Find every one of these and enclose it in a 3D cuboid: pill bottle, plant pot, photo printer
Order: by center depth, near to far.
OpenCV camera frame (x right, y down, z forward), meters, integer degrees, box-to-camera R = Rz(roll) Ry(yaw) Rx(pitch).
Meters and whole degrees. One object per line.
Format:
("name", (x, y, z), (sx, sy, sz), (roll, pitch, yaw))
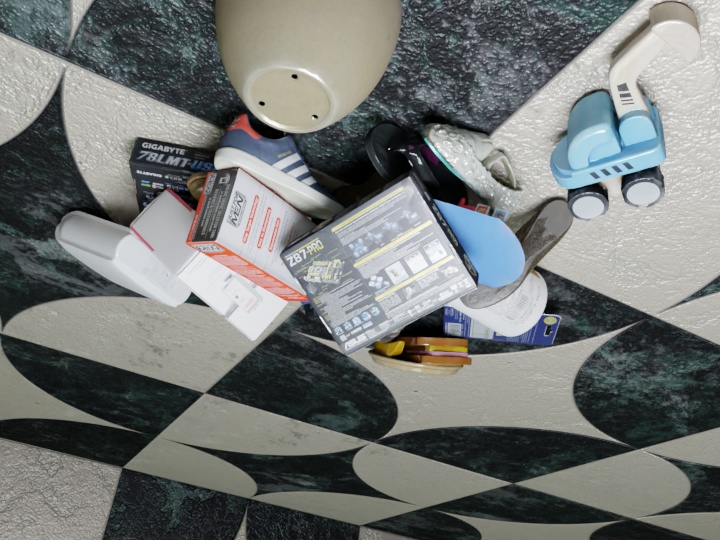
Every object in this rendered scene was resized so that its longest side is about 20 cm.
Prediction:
("plant pot", (-0.062, -0.222, 0.746), (0.198, 0.136, 0.201), (6, 150, 3))
("pill bottle", (0.180, 0.013, 1.100), (0.199, 0.115, 0.114), (29, 144, -31))
("photo printer", (-0.386, -0.021, 1.169), (0.199, 0.070, 0.166), (17, 160, 36))

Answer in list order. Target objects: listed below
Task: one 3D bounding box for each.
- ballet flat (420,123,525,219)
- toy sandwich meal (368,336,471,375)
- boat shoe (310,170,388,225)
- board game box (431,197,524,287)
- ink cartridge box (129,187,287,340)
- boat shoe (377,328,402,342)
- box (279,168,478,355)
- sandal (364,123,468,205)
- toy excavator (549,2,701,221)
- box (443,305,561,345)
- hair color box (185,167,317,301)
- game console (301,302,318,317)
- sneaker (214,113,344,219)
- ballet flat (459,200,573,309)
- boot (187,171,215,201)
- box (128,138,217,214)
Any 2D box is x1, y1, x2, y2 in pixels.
("ballet flat", (0.149, -0.137, 0.924), (0.071, 0.072, 0.200), (-14, 145, 33))
("toy sandwich meal", (0.110, 0.149, 1.378), (0.203, 0.071, 0.205), (8, 180, 0))
("boat shoe", (0.007, -0.083, 1.022), (0.199, 0.073, 0.067), (-21, 140, 41))
("board game box", (0.125, -0.052, 0.949), (0.198, 0.039, 0.158), (20, 153, 21))
("ink cartridge box", (-0.213, -0.005, 1.039), (0.146, 0.083, 0.200), (37, 171, 38))
("boat shoe", (-0.025, 0.051, 1.136), (0.199, 0.074, 0.074), (33, 131, 11))
("box", (0.022, -0.006, 0.903), (0.199, 0.049, 0.162), (-30, 104, 21))
("sandal", (0.083, -0.134, 0.925), (0.048, 0.076, 0.200), (-18, 150, 39))
("toy excavator", (0.288, -0.171, 0.801), (0.193, 0.101, 0.200), (-15, 134, 31))
("box", (0.247, 0.087, 1.288), (0.198, 0.033, 0.121), (6, 150, 9))
("hair color box", (-0.125, -0.040, 0.950), (0.061, 0.102, 0.200), (0, 156, 36))
("game console", (-0.017, -0.002, 1.219), (0.199, 0.119, 0.170), (-20, 171, 39))
("sneaker", (-0.093, -0.135, 0.948), (0.075, 0.085, 0.199), (-6, 154, 45))
("ballet flat", (0.217, -0.021, 1.013), (0.067, 0.200, 0.046), (45, -178, 7))
("boot", (-0.157, -0.065, 1.001), (0.073, 0.076, 0.200), (-18, 142, 36))
("box", (-0.228, -0.099, 1.076), (0.198, 0.050, 0.199), (9, 150, -3))
